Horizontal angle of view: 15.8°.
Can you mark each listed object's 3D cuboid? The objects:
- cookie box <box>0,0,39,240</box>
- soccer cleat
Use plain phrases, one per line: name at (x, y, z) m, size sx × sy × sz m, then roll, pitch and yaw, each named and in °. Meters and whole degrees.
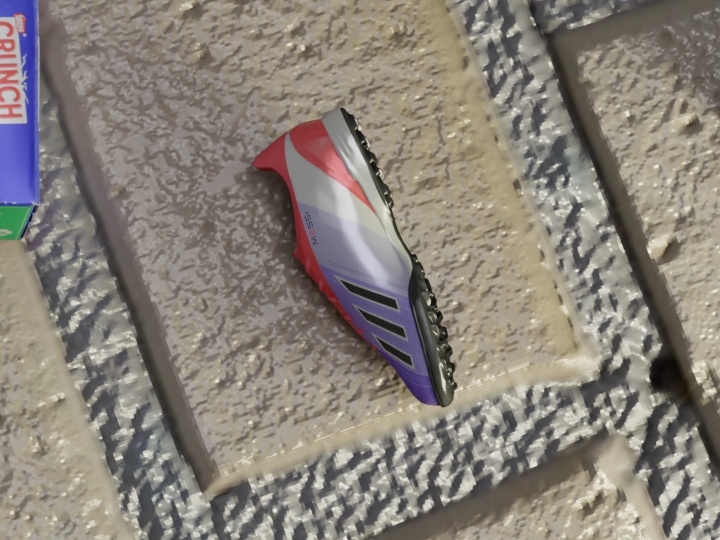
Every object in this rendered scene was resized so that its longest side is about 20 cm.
cookie box at (-0.297, -0.111, 1.567) m, size 0.200 × 0.075 × 0.172 m, roll 2°, pitch 74°, yaw -14°
soccer cleat at (0.000, 0.000, 1.631) m, size 0.073 × 0.068 × 0.200 m, roll -23°, pitch 86°, yaw 4°
